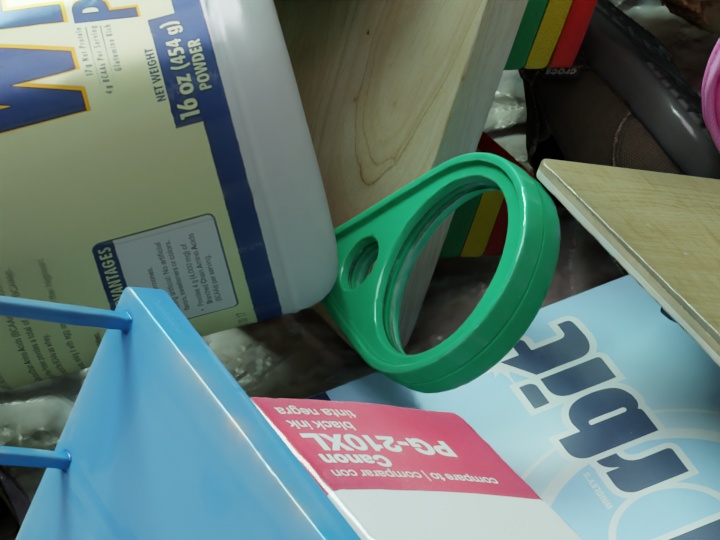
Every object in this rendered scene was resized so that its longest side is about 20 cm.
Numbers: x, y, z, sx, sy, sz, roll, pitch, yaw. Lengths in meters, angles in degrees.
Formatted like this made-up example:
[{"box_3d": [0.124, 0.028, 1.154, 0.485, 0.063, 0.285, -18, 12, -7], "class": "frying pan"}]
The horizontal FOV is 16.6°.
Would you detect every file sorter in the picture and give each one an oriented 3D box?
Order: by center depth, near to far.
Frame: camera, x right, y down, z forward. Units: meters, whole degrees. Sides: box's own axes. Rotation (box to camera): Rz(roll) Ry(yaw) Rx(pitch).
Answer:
[{"box_3d": [-0.108, 0.118, 0.632, 0.122, 0.201, 0.139, 9, 26, -37], "class": "file sorter"}]

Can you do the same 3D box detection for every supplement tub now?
[{"box_3d": [-0.118, -0.034, 0.809, 0.199, 0.145, 0.145, -16, 40, -3], "class": "supplement tub"}]

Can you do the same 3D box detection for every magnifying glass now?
[{"box_3d": [0.000, 0.000, 0.847, 0.200, 0.022, 0.080, 3, 68, 56], "class": "magnifying glass"}]

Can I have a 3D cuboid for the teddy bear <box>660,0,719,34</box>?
[{"box_3d": [0.092, -0.157, 1.000, 0.200, 0.145, 0.067, 29, 93, 36], "class": "teddy bear"}]

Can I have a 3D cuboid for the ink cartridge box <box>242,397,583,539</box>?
[{"box_3d": [0.022, 0.148, 0.629, 0.084, 0.145, 0.200, 8, 26, -39], "class": "ink cartridge box"}]

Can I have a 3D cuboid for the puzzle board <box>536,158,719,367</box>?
[{"box_3d": [0.170, 0.017, 0.797, 0.199, 0.017, 0.151, 5, 29, -36], "class": "puzzle board"}]

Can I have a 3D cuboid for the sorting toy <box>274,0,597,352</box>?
[{"box_3d": [0.003, -0.107, 0.923, 0.069, 0.201, 0.199, -5, 35, -38], "class": "sorting toy"}]

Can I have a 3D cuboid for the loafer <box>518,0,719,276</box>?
[{"box_3d": [0.082, -0.062, 0.931, 0.071, 0.073, 0.200, -49, 28, 13], "class": "loafer"}]

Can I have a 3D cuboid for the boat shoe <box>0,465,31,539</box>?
[{"box_3d": [-0.141, 0.084, 0.808, 0.072, 0.065, 0.200, -29, 42, -19], "class": "boat shoe"}]

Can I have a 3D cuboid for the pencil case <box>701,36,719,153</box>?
[{"box_3d": [0.190, -0.080, 0.886, 0.091, 0.094, 0.200, -34, 2, 33], "class": "pencil case"}]

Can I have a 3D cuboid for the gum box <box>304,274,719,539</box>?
[{"box_3d": [0.086, 0.077, 0.790, 0.199, 0.045, 0.170, -20, 41, -12], "class": "gum box"}]
